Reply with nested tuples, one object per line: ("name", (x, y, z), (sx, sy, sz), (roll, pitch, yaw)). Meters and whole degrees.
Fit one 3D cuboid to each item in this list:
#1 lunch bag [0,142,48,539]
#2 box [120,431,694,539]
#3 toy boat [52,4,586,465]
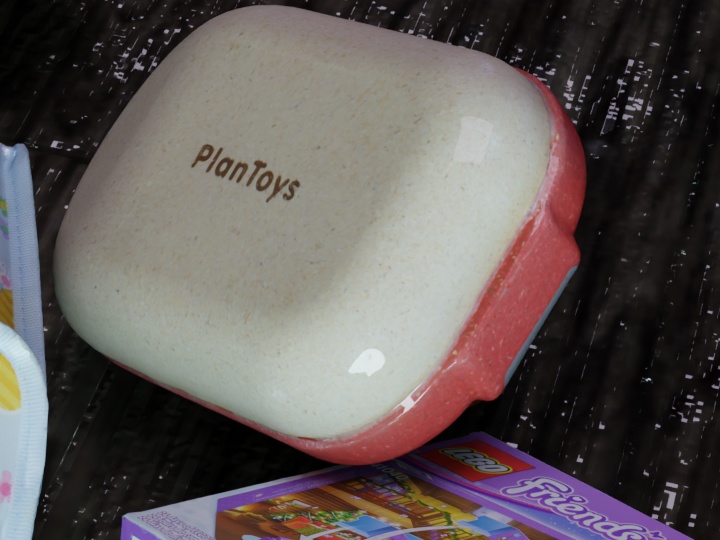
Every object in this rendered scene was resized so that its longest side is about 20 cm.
("lunch bag", (-0.177, 0.037, 0.794), (0.169, 0.127, 0.200), (15, 38, -19))
("box", (0.047, 0.105, 0.769), (0.137, 0.039, 0.200), (-10, 24, -38))
("toy boat", (0.000, 0.000, 0.896), (0.200, 0.131, 0.131), (20, 75, 50))
